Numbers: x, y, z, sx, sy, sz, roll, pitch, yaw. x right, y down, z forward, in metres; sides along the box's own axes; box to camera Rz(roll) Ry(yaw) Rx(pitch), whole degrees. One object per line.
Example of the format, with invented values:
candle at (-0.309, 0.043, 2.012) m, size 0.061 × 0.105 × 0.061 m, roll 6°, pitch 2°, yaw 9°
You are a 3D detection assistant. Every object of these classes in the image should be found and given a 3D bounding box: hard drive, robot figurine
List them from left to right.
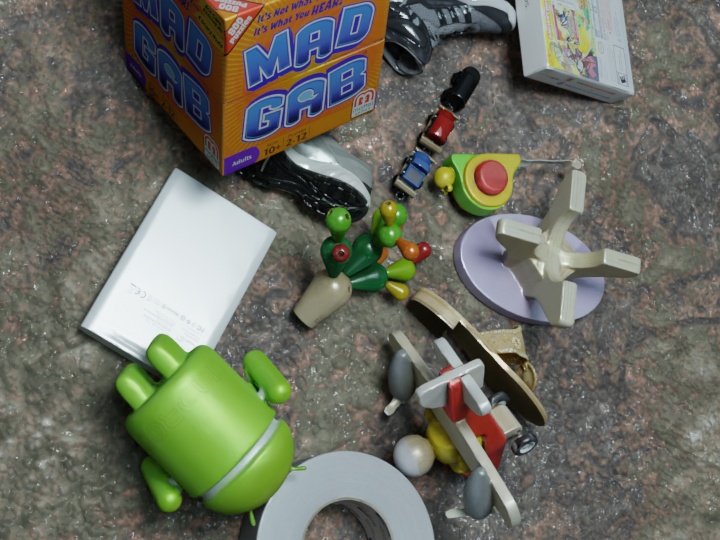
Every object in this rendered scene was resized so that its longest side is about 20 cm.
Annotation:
hard drive at (-0.190, 0.009, 1.271) m, size 0.131 × 0.027 × 0.201 m, roll 32°, pitch 67°, yaw -13°
robot figurine at (-0.149, 0.155, 1.180) m, size 0.175 × 0.116 × 0.200 m, roll -45°, pitch 97°, yaw -1°

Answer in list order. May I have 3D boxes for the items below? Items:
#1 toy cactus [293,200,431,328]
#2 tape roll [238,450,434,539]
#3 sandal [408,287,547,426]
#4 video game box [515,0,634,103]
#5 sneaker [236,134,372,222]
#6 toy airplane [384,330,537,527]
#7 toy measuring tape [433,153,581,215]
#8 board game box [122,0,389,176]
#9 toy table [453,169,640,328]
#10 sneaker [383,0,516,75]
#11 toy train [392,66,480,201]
toy cactus at (0.000, 0.000, 1.307) m, size 0.165 × 0.200 × 0.102 m, roll -46°, pitch 71°, yaw 7°
tape roll at (-0.024, 0.291, 1.252) m, size 0.199 × 0.066 × 0.202 m, roll 6°, pitch 75°, yaw -22°
sandal at (0.154, 0.081, 1.377) m, size 0.212 × 0.078 × 0.070 m, roll 43°, pitch 70°, yaw -3°
video game box at (0.266, -0.324, 1.516) m, size 0.181 × 0.047 × 0.202 m, roll 8°, pitch 72°, yaw -45°
sneaker at (-0.074, -0.129, 1.341) m, size 0.199 × 0.074 × 0.080 m, roll 31°, pitch 43°, yaw -11°
toy airplane at (0.092, 0.165, 1.269) m, size 0.141 × 0.200 × 0.200 m, roll -35°, pitch 100°, yaw 3°
toy measuring tape at (0.178, -0.101, 1.438) m, size 0.198 × 0.074 × 0.074 m, roll -1°, pitch 77°, yaw -24°
board game box at (-0.110, -0.262, 1.238) m, size 0.199 × 0.201 × 0.200 m, roll -27°, pitch 58°, yaw -27°
toy table at (0.222, -0.014, 1.409) m, size 0.198 × 0.117 × 0.185 m, roll 3°, pitch 76°, yaw -22°
sneaker at (0.093, -0.286, 1.448) m, size 0.199 × 0.075 × 0.115 m, roll 11°, pitch 79°, yaw -21°
toy train at (0.092, -0.164, 1.428) m, size 0.034 × 0.046 × 0.201 m, roll 35°, pitch 66°, yaw -12°
